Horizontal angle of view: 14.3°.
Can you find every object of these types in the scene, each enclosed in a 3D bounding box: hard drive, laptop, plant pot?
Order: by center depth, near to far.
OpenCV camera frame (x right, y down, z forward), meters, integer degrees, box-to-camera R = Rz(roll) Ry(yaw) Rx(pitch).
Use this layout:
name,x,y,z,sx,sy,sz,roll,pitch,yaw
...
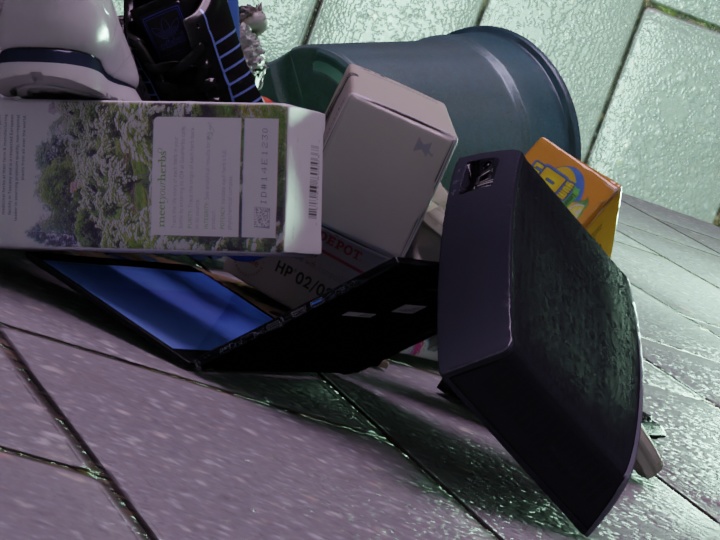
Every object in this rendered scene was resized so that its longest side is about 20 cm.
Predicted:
name,x,y,z,sx,sy,sz,roll,pitch,yaw
hard drive,0.093,0.028,1.454,0.135,0.042,0.200,48,25,-23
laptop,-0.038,-0.001,1.527,0.177,0.200,0.104,4,62,-63
plant pot,0.025,-0.088,2.113,0.200,0.201,0.196,26,16,40

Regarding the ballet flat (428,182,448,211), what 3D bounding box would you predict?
name,x,y,z,sx,sy,sz,roll,pitch,yaw
ballet flat,0.046,-0.034,1.967,0.200,0.068,0.075,45,-29,-16

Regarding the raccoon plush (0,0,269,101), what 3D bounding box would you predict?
name,x,y,z,sx,sy,sz,roll,pitch,yaw
raccoon plush,-0.123,-0.147,1.714,0.097,0.134,0.200,-13,-51,26

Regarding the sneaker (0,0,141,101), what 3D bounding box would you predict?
name,x,y,z,sx,sy,sz,roll,pitch,yaw
sneaker,-0.155,-0.128,1.544,0.076,0.081,0.200,0,-2,-3

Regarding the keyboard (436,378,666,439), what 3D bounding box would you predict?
name,x,y,z,sx,sy,sz,roll,pitch,yaw
keyboard,0.113,0.067,1.740,0.104,0.040,0.200,25,7,27

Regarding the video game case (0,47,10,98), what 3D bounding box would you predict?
name,x,y,z,sx,sy,sz,roll,pitch,yaw
video game case,-0.206,-0.120,1.675,0.200,0.022,0.182,65,8,10

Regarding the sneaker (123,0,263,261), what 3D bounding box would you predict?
name,x,y,z,sx,sy,sz,roll,pitch,yaw
sneaker,-0.093,-0.103,1.598,0.070,0.200,0.078,-23,-21,17

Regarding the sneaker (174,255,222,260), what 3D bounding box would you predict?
name,x,y,z,sx,sy,sz,roll,pitch,yaw
sneaker,-0.146,-0.065,1.814,0.200,0.085,0.077,17,8,-32

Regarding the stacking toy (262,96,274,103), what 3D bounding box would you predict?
name,x,y,z,sx,sy,sz,roll,pitch,yaw
stacking toy,-0.050,-0.065,1.864,0.200,0.085,0.085,38,-3,-31

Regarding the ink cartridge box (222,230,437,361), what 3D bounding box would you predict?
name,x,y,z,sx,sy,sz,roll,pitch,yaw
ink cartridge box,0.000,0.000,1.757,0.115,0.068,0.200,28,8,36

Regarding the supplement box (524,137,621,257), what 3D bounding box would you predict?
name,x,y,z,sx,sy,sz,roll,pitch,yaw
supplement box,0.119,-0.009,1.852,0.069,0.067,0.200,37,-18,13

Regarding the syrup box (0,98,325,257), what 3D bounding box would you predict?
name,x,y,z,sx,sy,sz,roll,pitch,yaw
syrup box,-0.125,-0.049,1.517,0.199,0.079,0.081,1,0,14

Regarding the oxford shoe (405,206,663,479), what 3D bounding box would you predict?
name,x,y,z,sx,sy,sz,roll,pitch,yaw
oxford shoe,0.094,0.050,1.637,0.200,0.058,0.075,45,-2,-6

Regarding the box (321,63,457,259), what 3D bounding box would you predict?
name,x,y,z,sx,sy,sz,roll,pitch,yaw
box,0.008,-0.066,1.669,0.068,0.082,0.200,24,6,-4

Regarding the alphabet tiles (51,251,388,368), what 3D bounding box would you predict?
name,x,y,z,sx,sy,sz,roll,pitch,yaw
alphabet tiles,-0.087,0.017,1.679,0.200,0.006,0.166,17,8,-29
